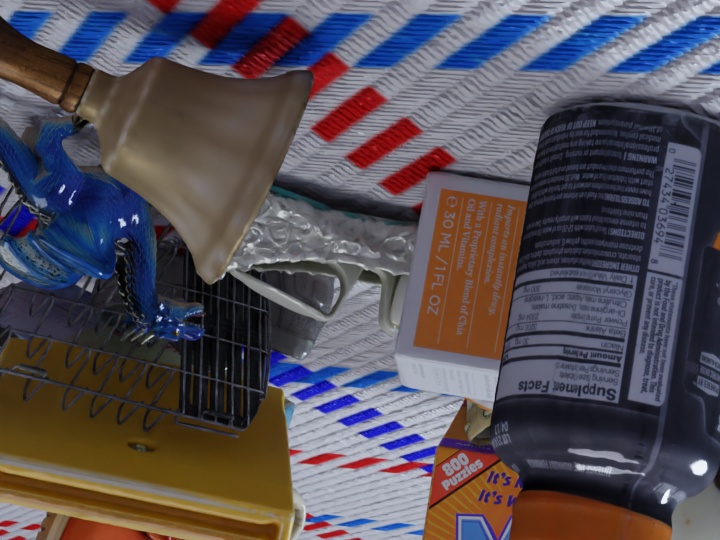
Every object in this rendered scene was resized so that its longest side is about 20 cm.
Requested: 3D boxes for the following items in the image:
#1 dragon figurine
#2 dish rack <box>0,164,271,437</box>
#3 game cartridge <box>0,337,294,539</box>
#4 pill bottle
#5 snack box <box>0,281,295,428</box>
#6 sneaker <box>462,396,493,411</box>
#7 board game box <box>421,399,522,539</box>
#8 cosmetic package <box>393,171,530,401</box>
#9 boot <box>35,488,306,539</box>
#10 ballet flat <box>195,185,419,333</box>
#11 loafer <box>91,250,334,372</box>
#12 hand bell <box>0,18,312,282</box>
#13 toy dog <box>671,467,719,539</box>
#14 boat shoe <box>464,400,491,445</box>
[{"bbox_3d":[-0.156,-0.025,1.280,0.199,0.100,0.059,24,161,-36],"label":"dragon figurine"},{"bbox_3d":[-0.146,0.020,1.366,0.199,0.154,0.055,15,145,-23],"label":"dish rack"},{"bbox_3d":[-0.127,0.096,1.396,0.175,0.033,0.200,12,-165,-7],"label":"game cartridge"},{"bbox_3d":[0.116,0.035,1.098,0.105,0.202,0.106,10,167,2],"label":"pill bottle"},{"bbox_3d":[-0.152,0.067,1.558,0.199,0.037,0.116,27,-161,18],"label":"snack box"},{"bbox_3d":[0.136,0.030,1.335,0.198,0.076,0.093,4,122,16],"label":"sneaker"},{"bbox_3d":[0.144,0.215,1.681,0.198,0.202,0.200,9,-172,7],"label":"board game box"},{"bbox_3d":[0.124,0.020,1.245,0.198,0.102,0.071,8,165,6],"label":"cosmetic package"},{"bbox_3d":[-0.108,0.154,1.377,0.107,0.076,0.200,15,-158,23],"label":"boot"},{"bbox_3d":[0.000,0.000,1.338,0.198,0.072,0.072,13,166,-11],"label":"ballet flat"},{"bbox_3d":[-0.098,0.027,1.505,0.070,0.070,0.199,22,162,-40],"label":"loafer"},{"bbox_3d":[-0.132,-0.085,1.081,0.199,0.105,0.104,27,164,-8],"label":"hand bell"},{"bbox_3d":[0.235,0.132,1.397,0.198,0.140,0.195,-6,138,3],"label":"toy dog"},{"bbox_3d":[0.141,0.076,1.528,0.073,0.064,0.200,23,161,-40],"label":"boat shoe"}]
